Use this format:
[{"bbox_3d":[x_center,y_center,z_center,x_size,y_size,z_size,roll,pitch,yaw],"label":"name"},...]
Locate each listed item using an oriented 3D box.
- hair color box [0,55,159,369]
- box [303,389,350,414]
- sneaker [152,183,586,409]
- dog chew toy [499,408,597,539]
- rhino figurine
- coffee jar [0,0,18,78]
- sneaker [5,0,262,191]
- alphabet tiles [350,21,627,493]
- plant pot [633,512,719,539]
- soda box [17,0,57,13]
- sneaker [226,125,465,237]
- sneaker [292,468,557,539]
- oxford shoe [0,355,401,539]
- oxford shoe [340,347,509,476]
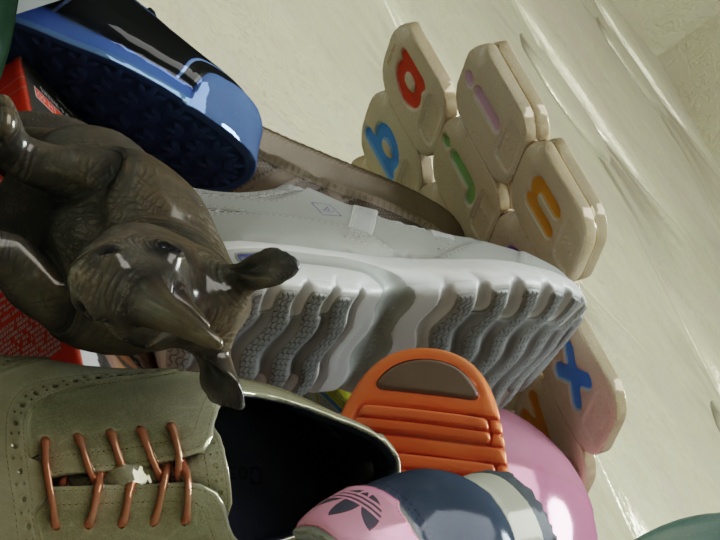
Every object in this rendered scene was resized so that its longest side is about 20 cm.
[{"bbox_3d":[-0.093,0.029,0.941,0.102,0.061,0.200,45,17,-38],"label":"hair color box"},{"bbox_3d":[-0.035,0.033,1.191,0.117,0.048,0.200,47,17,-32],"label":"box"},{"bbox_3d":[0.000,0.000,0.966,0.200,0.075,0.082,11,35,-47],"label":"sneaker"},{"bbox_3d":[0.038,0.145,1.016,0.124,0.124,0.201,40,27,-50],"label":"dog chew toy"},{"bbox_3d":[-0.075,-0.008,0.799,0.087,0.060,0.200,26,2,-28],"label":"rhino figurine"},{"bbox_3d":[-0.135,-0.101,0.778,0.104,0.085,0.200,36,26,-14],"label":"coffee jar"},{"bbox_3d":[-0.116,-0.102,1.013,0.200,0.070,0.078,29,56,-18],"label":"sneaker"},{"bbox_3d":[0.047,0.009,1.118,0.196,0.015,0.200,61,-28,31],"label":"alphabet tiles"},{"bbox_3d":[0.135,0.212,1.093,0.201,0.200,0.134,55,39,1],"label":"plant pot"},{"bbox_3d":[-0.085,-0.142,0.978,0.063,0.068,0.200,50,30,6],"label":"soda box"},{"bbox_3d":[-0.058,-0.015,1.075,0.199,0.076,0.070,18,-25,-6],"label":"sneaker"},{"bbox_3d":[-0.003,0.154,0.799,0.082,0.201,0.070,4,4,-44],"label":"sneaker"},{"bbox_3d":[-0.076,0.052,0.778,0.200,0.074,0.071,-4,84,-44],"label":"oxford shoe"},{"bbox_3d":[0.007,0.125,0.908,0.073,0.071,0.201,98,1,-84],"label":"oxford shoe"}]
